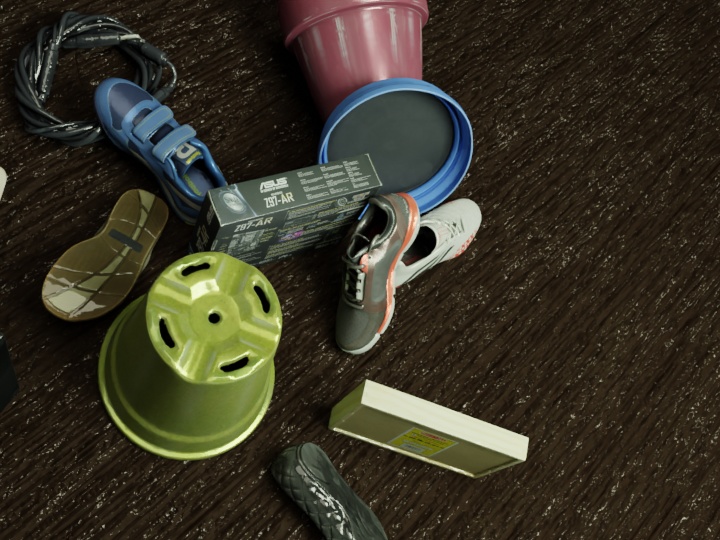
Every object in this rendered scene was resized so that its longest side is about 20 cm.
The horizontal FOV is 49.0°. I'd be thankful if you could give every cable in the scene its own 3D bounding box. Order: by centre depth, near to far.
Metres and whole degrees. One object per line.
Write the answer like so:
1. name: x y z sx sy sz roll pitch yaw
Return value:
1. cable: -0.333 -0.234 0.957 0.163 0.051 0.200 43 61 -1

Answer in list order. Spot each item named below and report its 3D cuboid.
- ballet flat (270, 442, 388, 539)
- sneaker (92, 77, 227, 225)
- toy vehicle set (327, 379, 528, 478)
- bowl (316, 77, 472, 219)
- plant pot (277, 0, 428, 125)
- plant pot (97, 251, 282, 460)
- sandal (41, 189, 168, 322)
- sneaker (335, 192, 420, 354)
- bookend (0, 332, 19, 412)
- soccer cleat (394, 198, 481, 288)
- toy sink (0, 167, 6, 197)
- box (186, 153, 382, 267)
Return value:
1. ballet flat: -0.024 0.277 0.868 0.201 0.057 0.066 56 33 3
2. sneaker: -0.225 -0.146 0.920 0.200 0.082 0.074 49 63 -16
3. toy vehicle set: 0.073 0.184 0.893 0.198 0.124 0.027 21 61 -12
4. bowl: 0.041 -0.150 0.990 0.198 0.202 0.040 4 42 -19
5. plant pot: 0.002 -0.276 1.038 0.198 0.200 0.181 -10 86 -25
6. plant pot: -0.163 0.076 0.813 0.198 0.184 0.203 9 64 -18
7. sandal: -0.281 -0.013 0.886 0.080 0.054 0.201 34 45 -11
8. sneaker: 0.000 0.000 0.926 0.081 0.077 0.202 7 103 -53
9. bookend: -0.423 0.067 0.706 0.199 0.199 0.093 34 62 -3
10. soccer cleat: 0.095 -0.042 1.022 0.199 0.085 0.069 -32 81 -29
11. toy sink: -0.479 -0.067 0.780 0.199 0.112 0.132 24 60 -32
12. box: -0.091 -0.058 0.913 0.198 0.160 0.044 -17 74 -26
